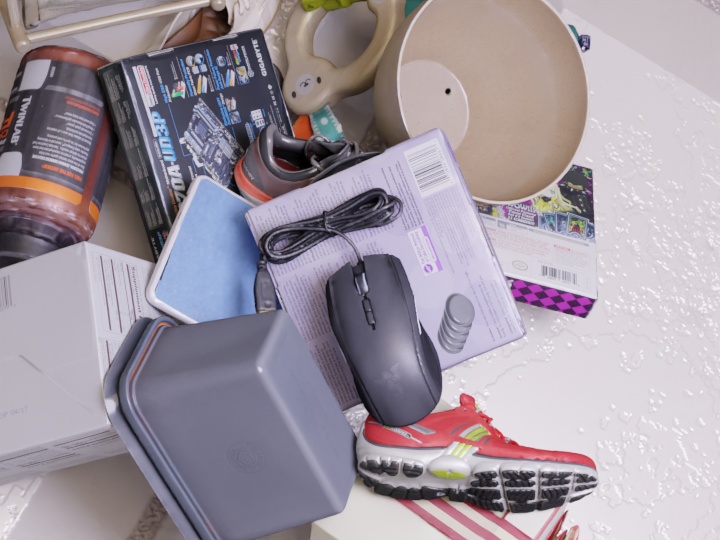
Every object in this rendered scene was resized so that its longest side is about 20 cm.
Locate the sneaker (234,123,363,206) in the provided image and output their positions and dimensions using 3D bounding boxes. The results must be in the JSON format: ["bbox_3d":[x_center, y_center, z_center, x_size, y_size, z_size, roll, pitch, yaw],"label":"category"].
[{"bbox_3d":[-0.010,-0.070,1.628,0.199,0.082,0.077,19,46,-6],"label":"sneaker"}]

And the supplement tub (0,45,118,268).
[{"bbox_3d":[-0.277,-0.093,1.663,0.106,0.107,0.201,15,69,-8],"label":"supplement tub"}]

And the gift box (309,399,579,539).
[{"bbox_3d":[0.078,0.235,1.607,0.186,0.200,0.185,33,70,15],"label":"gift box"}]

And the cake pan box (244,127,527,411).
[{"bbox_3d":[0.021,-0.002,1.569,0.184,0.052,0.201,-24,87,7],"label":"cake pan box"}]

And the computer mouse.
[{"bbox_3d":[-0.018,0.036,1.508,0.140,0.046,0.201,-16,73,10],"label":"computer mouse"}]

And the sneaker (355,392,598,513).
[{"bbox_3d":[0.097,0.141,1.511,0.199,0.077,0.085,8,57,0],"label":"sneaker"}]

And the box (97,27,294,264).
[{"bbox_3d":[-0.133,-0.106,1.669,0.159,0.046,0.201,-19,93,-36],"label":"box"}]

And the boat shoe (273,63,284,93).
[{"bbox_3d":[-0.121,-0.120,1.735,0.067,0.057,0.201,29,69,-3],"label":"boat shoe"}]

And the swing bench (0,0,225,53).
[{"bbox_3d":[-0.251,-0.310,1.713,0.198,0.200,0.130,-14,120,-16],"label":"swing bench"}]

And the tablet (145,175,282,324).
[{"bbox_3d":[-0.081,0.018,1.602,0.200,0.014,0.131,31,61,-21],"label":"tablet"}]

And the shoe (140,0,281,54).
[{"bbox_3d":[-0.141,-0.228,1.766,0.070,0.053,0.200,41,69,3],"label":"shoe"}]

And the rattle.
[{"bbox_3d":[-0.045,-0.201,1.716,0.130,0.143,0.201,26,85,17],"label":"rattle"}]

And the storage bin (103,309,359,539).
[{"bbox_3d":[-0.090,0.122,1.508,0.201,0.134,0.146,63,27,-26],"label":"storage bin"}]

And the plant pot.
[{"bbox_3d":[0.090,-0.154,1.690,0.199,0.134,0.201,2,85,-27],"label":"plant pot"}]

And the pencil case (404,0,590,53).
[{"bbox_3d":[0.116,-0.213,1.806,0.199,0.085,0.093,9,44,-10],"label":"pencil case"}]

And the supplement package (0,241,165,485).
[{"bbox_3d":[-0.269,0.082,1.553,0.199,0.111,0.156,-16,72,24],"label":"supplement package"}]

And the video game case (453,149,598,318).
[{"bbox_3d":[0.124,-0.051,1.745,0.199,0.036,0.182,14,44,-9],"label":"video game case"}]
